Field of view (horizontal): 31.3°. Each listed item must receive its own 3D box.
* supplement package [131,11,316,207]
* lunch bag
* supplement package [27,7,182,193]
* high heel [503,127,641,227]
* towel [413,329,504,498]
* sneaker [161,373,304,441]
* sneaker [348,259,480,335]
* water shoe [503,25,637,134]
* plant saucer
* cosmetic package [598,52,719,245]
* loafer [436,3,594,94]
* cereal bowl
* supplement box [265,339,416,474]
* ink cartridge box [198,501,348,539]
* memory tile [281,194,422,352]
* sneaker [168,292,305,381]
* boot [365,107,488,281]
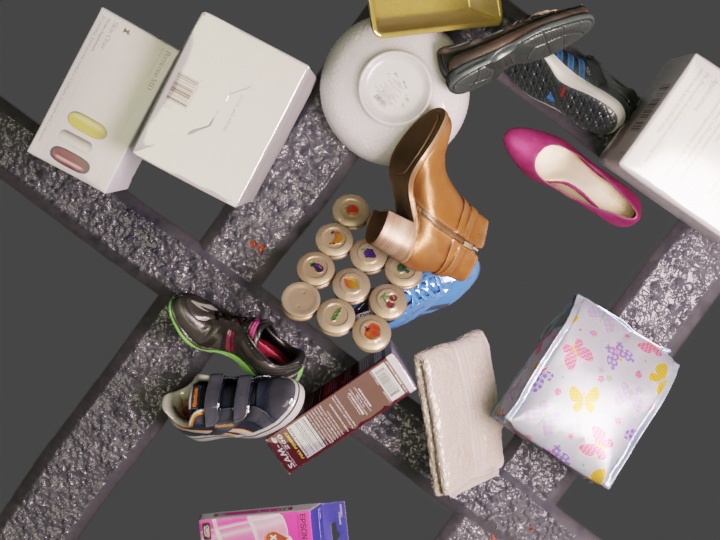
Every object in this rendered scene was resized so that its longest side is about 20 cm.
[{"bbox_3d":[-0.164,-0.198,1.601,0.147,0.200,0.191,28,95,-2],"label":"supplement package"},{"bbox_3d":[0.296,0.155,1.669,0.169,0.127,0.200,33,86,-2],"label":"lunch bag"},{"bbox_3d":[-0.310,-0.211,1.623,0.111,0.156,0.200,28,95,-3],"label":"supplement package"},{"bbox_3d":[0.273,-0.121,1.656,0.200,0.096,0.067,38,95,-3],"label":"high heel"},{"bbox_3d":[0.132,0.188,1.680,0.034,0.132,0.200,-4,99,43],"label":"towel"},{"bbox_3d":[-0.170,0.174,1.657,0.200,0.079,0.079,-17,141,30],"label":"sneaker"},{"bbox_3d":[0.068,0.035,1.685,0.200,0.078,0.066,-25,93,2],"label":"sneaker"},{"bbox_3d":[0.266,-0.251,1.665,0.200,0.079,0.072,42,139,13],"label":"water shoe"},{"bbox_3d":[0.075,-0.398,1.622,0.200,0.048,0.200,-12,96,-30],"label":"plant saucer"},{"bbox_3d":[0.437,-0.147,1.618,0.200,0.166,0.167,35,95,-2],"label":"cosmetic package"},{"bbox_3d":[0.189,-0.290,1.598,0.200,0.072,0.063,-25,69,1],"label":"loafer"},{"bbox_3d":[0.045,-0.233,1.655,0.200,0.083,0.200,0,96,-1],"label":"cereal bowl"},{"bbox_3d":[-0.025,0.177,1.684,0.200,0.109,0.061,-34,95,5],"label":"supplement box"},{"bbox_3d":[-0.116,0.371,1.744,0.200,0.037,0.095,-6,96,-1],"label":"ink cartridge box"},{"bbox_3d":[0.000,0.000,1.653,0.153,0.017,0.200,25,64,8],"label":"memory tile"},{"bbox_3d":[-0.158,0.080,1.682,0.200,0.077,0.084,30,132,-11],"label":"sneaker"},{"bbox_3d":[0.106,-0.092,1.633,0.155,0.074,0.200,23,96,-29],"label":"boot"}]
